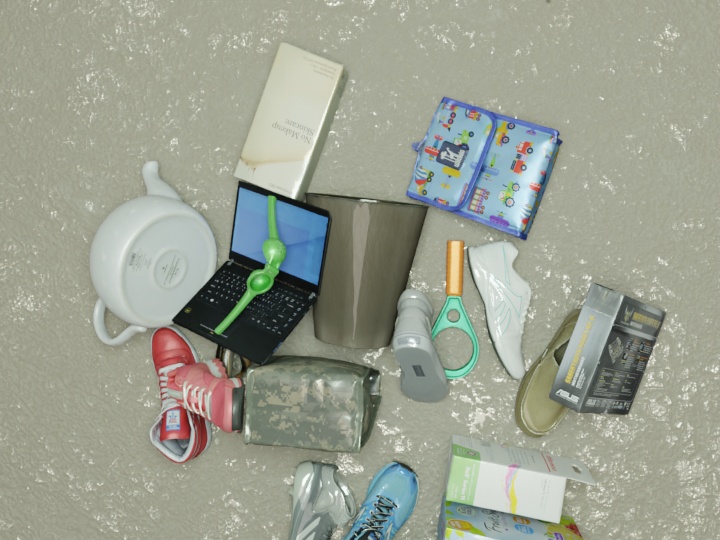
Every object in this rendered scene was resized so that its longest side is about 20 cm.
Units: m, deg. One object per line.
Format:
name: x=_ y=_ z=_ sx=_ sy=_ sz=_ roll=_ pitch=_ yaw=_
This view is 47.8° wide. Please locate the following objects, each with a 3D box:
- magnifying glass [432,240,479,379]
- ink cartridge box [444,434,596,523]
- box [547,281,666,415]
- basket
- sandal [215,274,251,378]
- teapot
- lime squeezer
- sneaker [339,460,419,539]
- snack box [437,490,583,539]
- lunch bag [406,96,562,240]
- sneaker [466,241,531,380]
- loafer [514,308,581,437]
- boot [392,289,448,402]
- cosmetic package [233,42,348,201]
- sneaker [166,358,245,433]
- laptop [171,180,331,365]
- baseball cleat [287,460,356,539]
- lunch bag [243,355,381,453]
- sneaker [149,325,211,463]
magnifying glass: x=0.137 y=0.058 z=1.195 sx=0.078 sy=0.022 sz=0.204 roll=2 pitch=92 yaw=5
ink cartridge box: x=0.221 y=0.296 z=1.148 sx=0.196 sy=0.117 sz=0.069 roll=10 pitch=94 yaw=5
box: x=0.336 y=0.111 z=1.094 sx=0.048 sy=0.199 sz=0.161 roll=22 pitch=95 yaw=36
basket: x=0.000 y=0.000 z=1.154 sx=0.177 sy=0.136 sz=0.204 roll=5 pitch=97 yaw=-1
sandal: x=-0.181 y=0.106 z=1.210 sx=0.054 sy=0.082 sz=0.204 roll=9 pitch=86 yaw=-17
teapot: x=-0.315 y=-0.018 z=1.173 sx=0.145 sy=0.199 sz=0.200 roll=20 pitch=137 yaw=39
lime squeezer: x=-0.138 y=-0.006 z=1.081 sx=0.070 sy=0.038 sz=0.203 roll=15 pitch=79 yaw=30
sneaker: x=0.025 y=0.376 z=1.184 sx=0.077 sy=0.090 sz=0.202 roll=28 pitch=94 yaw=3
snack box: x=0.207 y=0.379 z=1.128 sx=0.196 sy=0.169 sz=0.069 roll=9 pitch=92 yaw=4
lunch bag: x=0.167 y=-0.150 z=1.162 sx=0.197 sy=0.094 sz=0.153 roll=21 pitch=95 yaw=17
sneaker: x=0.213 y=0.055 z=1.164 sx=0.079 sy=0.070 sz=0.204 roll=-15 pitch=90 yaw=3
loafer: x=0.282 y=0.147 z=1.161 sx=0.075 sy=0.067 sz=0.203 roll=25 pitch=94 yaw=5
boot: x=0.088 y=0.107 z=1.145 sx=0.072 sy=0.201 sz=0.097 roll=1 pitch=58 yaw=10
cosmetic package: x=-0.099 y=-0.212 z=1.181 sx=0.102 sy=0.073 sz=0.203 roll=20 pitch=93 yaw=4
sneaker: x=-0.212 y=0.172 z=1.091 sx=0.085 sy=0.199 sz=0.075 roll=1 pitch=97 yaw=-25
laptop: x=-0.150 y=-0.001 z=1.113 sx=0.175 sy=0.104 sz=0.201 roll=20 pitch=55 yaw=31
baseball cleat: x=-0.061 y=0.387 z=1.197 sx=0.105 sy=0.070 sz=0.204 roll=1 pitch=93 yaw=21
lunch bag: x=-0.060 y=0.177 z=1.131 sx=0.161 sy=0.200 sz=0.120 roll=3 pitch=93 yaw=9
sneaker: x=-0.273 y=0.182 z=1.192 sx=0.070 sy=0.112 sz=0.204 roll=-16 pitch=91 yaw=5
